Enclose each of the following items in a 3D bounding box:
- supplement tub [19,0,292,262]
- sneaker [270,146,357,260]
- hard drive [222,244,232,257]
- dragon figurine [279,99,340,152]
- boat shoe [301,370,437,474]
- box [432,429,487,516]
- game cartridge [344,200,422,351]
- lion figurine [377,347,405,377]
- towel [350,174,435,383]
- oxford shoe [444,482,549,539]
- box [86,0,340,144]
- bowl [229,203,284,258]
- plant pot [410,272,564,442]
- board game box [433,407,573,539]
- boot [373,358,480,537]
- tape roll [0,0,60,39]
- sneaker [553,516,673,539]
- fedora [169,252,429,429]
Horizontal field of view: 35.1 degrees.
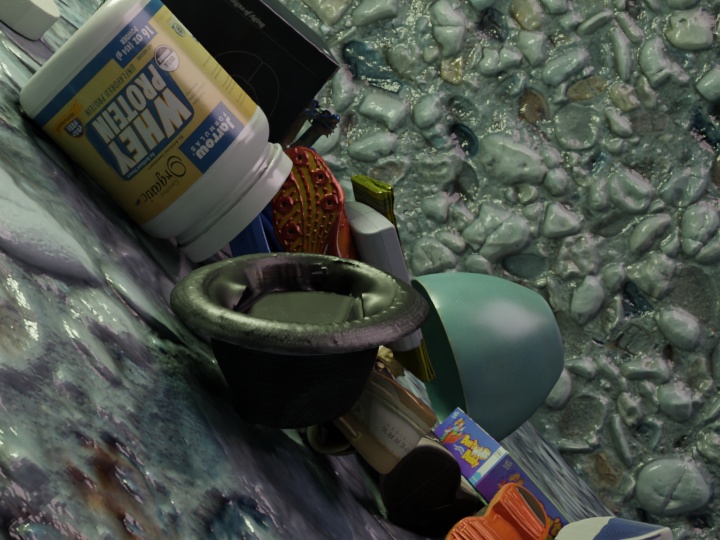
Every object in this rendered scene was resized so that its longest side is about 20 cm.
[{"bbox_3d":[-0.167,-0.120,0.949,0.200,0.145,0.145,46,5,-17],"label":"supplement tub"},{"bbox_3d":[-0.037,-0.013,1.037,0.077,0.072,0.203,175,-101,-83],"label":"sneaker"},{"bbox_3d":[-0.202,-0.108,1.225,0.201,0.025,0.132,52,6,37],"label":"hard drive"},{"bbox_3d":[-0.084,-0.116,1.186,0.059,0.100,0.200,41,-25,-7],"label":"dragon figurine"},{"bbox_3d":[-0.017,0.112,0.901,0.074,0.070,0.199,42,-14,-21],"label":"boat shoe"},{"bbox_3d":[0.103,0.235,1.168,0.201,0.036,0.144,53,7,33],"label":"box"},{"bbox_3d":[0.000,0.000,1.117,0.200,0.040,0.135,-165,-119,-72],"label":"game cartridge"},{"bbox_3d":[-0.027,0.048,1.325,0.199,0.073,0.123,40,6,-14],"label":"lion figurine"},{"bbox_3d":[0.031,0.007,1.111,0.086,0.018,0.203,-143,-144,-65],"label":"towel"},{"bbox_3d":[0.095,0.241,0.928,0.072,0.073,0.199,49,24,13],"label":"oxford shoe"},{"bbox_3d":[-0.160,-0.192,1.079,0.199,0.197,0.124,37,13,-23],"label":"box"},{"bbox_3d":[-0.067,0.015,1.077,0.202,0.039,0.201,62,10,-19],"label":"bowl"},{"bbox_3d":[0.145,0.089,1.249,0.200,0.133,0.203,165,-90,-81],"label":"plant pot"},{"bbox_3d":[0.162,0.236,1.114,0.200,0.045,0.134,48,-4,-19],"label":"board game box"},{"bbox_3d":[0.028,0.146,0.997,0.151,0.073,0.200,52,3,30],"label":"boot"},{"bbox_3d":[-0.394,-0.324,1.172,0.203,0.037,0.203,47,6,-6],"label":"tape roll"},{"bbox_3d":[0.196,0.298,1.000,0.198,0.117,0.080,-15,12,-43],"label":"sneaker"},{"bbox_3d":[-0.044,0.054,0.809,0.197,0.093,0.201,5,16,-1],"label":"fedora"}]
